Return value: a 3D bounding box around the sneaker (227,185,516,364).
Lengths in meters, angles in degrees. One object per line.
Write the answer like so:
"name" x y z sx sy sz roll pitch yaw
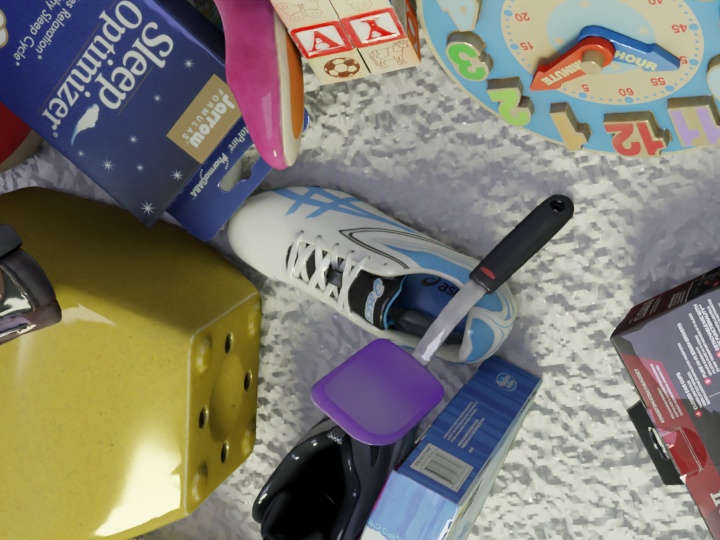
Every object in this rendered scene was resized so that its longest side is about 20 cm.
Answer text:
"sneaker" 0.000 0.000 0.742 0.198 0.072 0.073 21 111 19

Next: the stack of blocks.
"stack of blocks" -0.015 -0.219 0.641 0.058 0.115 0.203 -9 67 15

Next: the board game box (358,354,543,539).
"board game box" 0.029 0.168 0.694 0.043 0.200 0.201 26 110 13

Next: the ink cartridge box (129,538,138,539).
"ink cartridge box" -0.176 0.253 0.841 0.198 0.067 0.119 16 92 31

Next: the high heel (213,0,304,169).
"high heel" -0.087 -0.142 0.646 0.095 0.067 0.203 -12 77 5

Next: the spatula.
"spatula" 0.057 0.022 0.681 0.056 0.021 0.200 38 70 22

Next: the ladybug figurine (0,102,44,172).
"ladybug figurine" -0.264 -0.140 0.806 0.136 0.072 0.201 42 127 10

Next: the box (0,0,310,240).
"box" -0.137 -0.111 0.697 0.199 0.032 0.121 40 119 -9

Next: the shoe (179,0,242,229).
"shoe" -0.142 -0.116 0.756 0.090 0.072 0.202 -2 121 22

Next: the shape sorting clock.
"shape sorting clock" 0.123 -0.120 0.618 0.197 0.200 0.040 7 64 21

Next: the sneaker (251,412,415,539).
"sneaker" -0.040 0.171 0.756 0.077 0.140 0.202 23 109 16

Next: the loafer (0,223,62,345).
"loafer" -0.248 0.057 0.657 0.199 0.072 0.063 -38 98 14

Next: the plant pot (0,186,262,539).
"plant pot" -0.173 0.068 0.770 0.197 0.194 0.198 9 105 15

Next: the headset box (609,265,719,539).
"headset box" 0.242 0.061 0.650 0.199 0.075 0.150 -29 89 25

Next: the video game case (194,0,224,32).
"video game case" -0.184 -0.193 0.806 0.200 0.018 0.143 48 115 7
